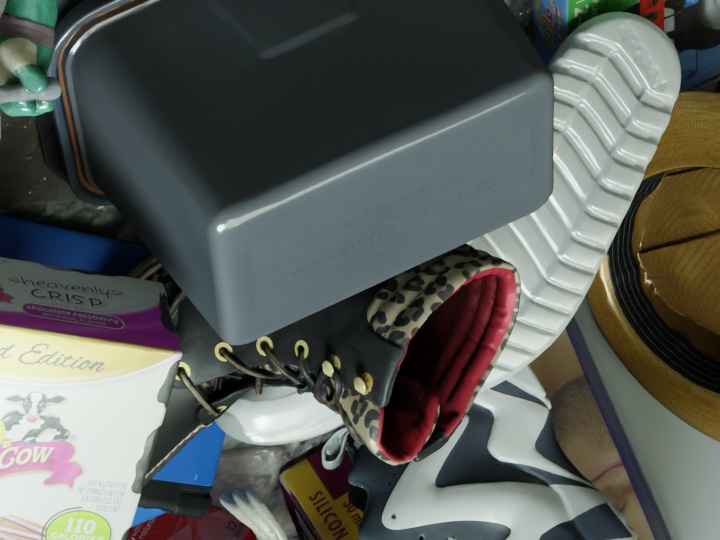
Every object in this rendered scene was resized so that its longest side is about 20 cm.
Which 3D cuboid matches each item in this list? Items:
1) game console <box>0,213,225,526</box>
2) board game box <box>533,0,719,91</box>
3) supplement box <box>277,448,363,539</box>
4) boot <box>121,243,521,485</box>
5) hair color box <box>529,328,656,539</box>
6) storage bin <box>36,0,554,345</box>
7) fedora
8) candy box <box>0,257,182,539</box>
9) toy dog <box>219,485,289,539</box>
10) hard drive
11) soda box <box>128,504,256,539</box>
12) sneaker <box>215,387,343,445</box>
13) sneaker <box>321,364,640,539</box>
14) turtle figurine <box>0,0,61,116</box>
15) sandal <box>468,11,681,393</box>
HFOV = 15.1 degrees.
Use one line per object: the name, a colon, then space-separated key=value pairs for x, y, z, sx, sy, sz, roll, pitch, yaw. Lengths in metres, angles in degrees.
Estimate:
game console: x=-0.167 y=0.059 z=1.231 sx=0.199 sy=0.118 sz=0.172 roll=13 pitch=92 yaw=-47
board game box: x=0.172 y=-0.154 z=1.255 sx=0.199 sy=0.037 sz=0.152 roll=-26 pitch=143 yaw=-15
supplement box: x=0.078 y=0.128 z=1.415 sx=0.199 sy=0.131 sz=0.103 roll=-30 pitch=145 yaw=-10
boot: x=-0.035 y=0.041 z=1.158 sx=0.200 sy=0.150 sz=0.073 roll=-50 pitch=139 yaw=-13
hair color box: x=0.072 y=0.108 z=1.315 sx=0.109 sy=0.201 sz=0.065 roll=-21 pitch=171 yaw=-9
storage bin: x=-0.017 y=-0.072 z=1.108 sx=0.199 sy=0.135 sz=0.146 roll=-25 pitch=143 yaw=-16
fedora: x=0.192 y=-0.008 z=1.269 sx=0.082 sy=0.200 sz=0.201 roll=-31 pitch=149 yaw=-40
candy box: x=-0.163 y=0.093 z=1.103 sx=0.135 sy=0.061 sz=0.201 roll=8 pitch=116 yaw=-18
toy dog: x=-0.037 y=0.203 z=1.285 sx=0.096 sy=0.132 sz=0.200 roll=-37 pitch=146 yaw=-5
hard drive: x=0.178 y=0.050 z=1.358 sx=0.131 sy=0.201 sz=0.026 roll=-18 pitch=168 yaw=-23
soda box: x=-0.120 y=0.200 z=1.298 sx=0.064 sy=0.070 sz=0.200 roll=86 pitch=28 yaw=-48
sneaker: x=0.000 y=0.000 z=1.250 sx=0.200 sy=0.070 sz=0.081 roll=-43 pitch=135 yaw=-26
sneaker: x=0.054 y=0.135 z=1.235 sx=0.129 sy=0.200 sz=0.080 roll=-29 pitch=170 yaw=-9
turtle figurine: x=-0.107 y=-0.141 z=0.986 sx=0.199 sy=0.101 sz=0.150 roll=-31 pitch=162 yaw=-33
sandal: x=0.076 y=-0.025 z=1.226 sx=0.082 sy=0.050 sz=0.203 roll=39 pitch=89 yaw=-12
